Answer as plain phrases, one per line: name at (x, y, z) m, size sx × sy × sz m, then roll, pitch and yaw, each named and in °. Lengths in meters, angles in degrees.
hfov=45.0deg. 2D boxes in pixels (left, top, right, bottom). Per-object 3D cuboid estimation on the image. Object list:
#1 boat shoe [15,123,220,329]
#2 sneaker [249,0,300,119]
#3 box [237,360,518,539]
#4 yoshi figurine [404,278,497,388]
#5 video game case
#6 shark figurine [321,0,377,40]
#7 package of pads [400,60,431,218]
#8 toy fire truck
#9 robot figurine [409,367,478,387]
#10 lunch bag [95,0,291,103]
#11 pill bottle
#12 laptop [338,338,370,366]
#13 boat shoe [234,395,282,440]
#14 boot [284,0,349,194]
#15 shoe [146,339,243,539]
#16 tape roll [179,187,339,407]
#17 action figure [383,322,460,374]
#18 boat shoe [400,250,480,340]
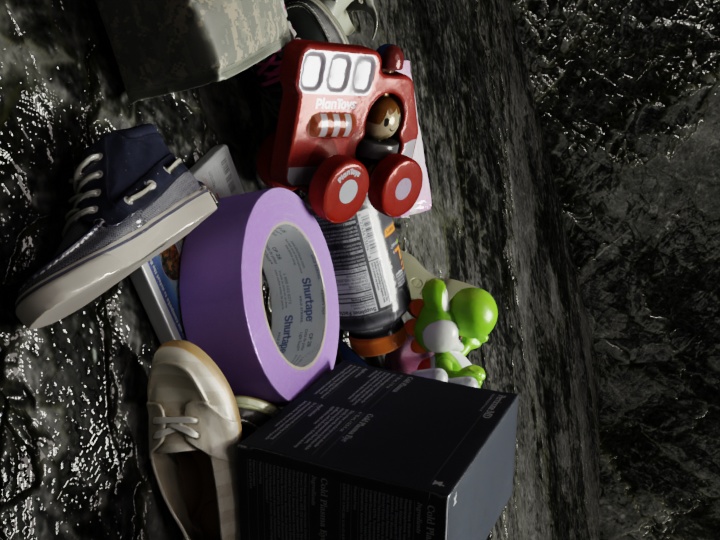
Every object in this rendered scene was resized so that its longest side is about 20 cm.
boat shoe at (-0.194, -0.039, 0.636) m, size 0.093 × 0.074 × 0.200 m, roll 53°, pitch 34°, yaw -5°
sneaker at (-0.105, -0.240, 0.911) m, size 0.202 × 0.073 × 0.088 m, roll 70°, pitch 24°, yaw -16°
box at (0.022, 0.173, 0.748) m, size 0.200 × 0.180 × 0.105 m, roll -30°, pitch 124°, yaw -60°
yoshi figurine at (0.127, 0.105, 1.037) m, size 0.111 × 0.112 × 0.202 m, roll -16°, pitch 101°, yaw -33°
video game case at (-0.144, -0.012, 0.800) m, size 0.200 × 0.018 × 0.144 m, roll -63°, pitch 140°, yaw -57°
shark figurine at (-0.034, -0.365, 1.139) m, size 0.214 × 0.089 × 0.129 m, roll -44°, pitch 157°, yaw -55°
package of pads at (0.029, -0.168, 1.152) m, size 0.075 × 0.120 × 0.202 m, roll -12°, pitch 97°, yaw -26°
toy fire truck at (-0.008, -0.150, 0.900) m, size 0.199 × 0.112 × 0.170 m, roll -10°, pitch 121°, yaw -44°
robot figurine at (0.074, 0.209, 0.929) m, size 0.168 × 0.113 × 0.202 m, roll 15°, pitch 74°, yaw -19°
lunch bag at (-0.141, -0.257, 0.763) m, size 0.200 × 0.116 × 0.166 m, roll -49°, pitch 127°, yaw -57°
pill bottle at (0.000, 0.000, 1.043) m, size 0.106 × 0.105 × 0.202 m, roll -51°, pitch 130°, yaw -62°
laptop at (-0.014, 0.207, 1.000) m, size 0.200 × 0.115 × 0.189 m, roll -37°, pitch 118°, yaw -47°
boat shoe at (-0.085, 0.185, 0.807) m, size 0.202 × 0.071 × 0.067 m, roll 63°, pitch 23°, yaw -49°
boot at (-0.057, -0.204, 1.016) m, size 0.154 × 0.073 × 0.205 m, roll -65°, pitch 142°, yaw -51°
shoe at (-0.130, 0.155, 0.702) m, size 0.053 × 0.069 × 0.202 m, roll -58°, pitch 138°, yaw -70°
tape roll at (-0.088, 0.027, 0.817) m, size 0.200 × 0.065 × 0.203 m, roll -9°, pitch 90°, yaw -68°
action figure at (0.074, 0.173, 1.133) m, size 0.201 × 0.147 × 0.135 m, roll -93°, pitch 169°, yaw -52°
boat shoe at (0.072, 0.029, 1.135) m, size 0.074 × 0.200 × 0.063 m, roll -51°, pitch 159°, yaw -39°
